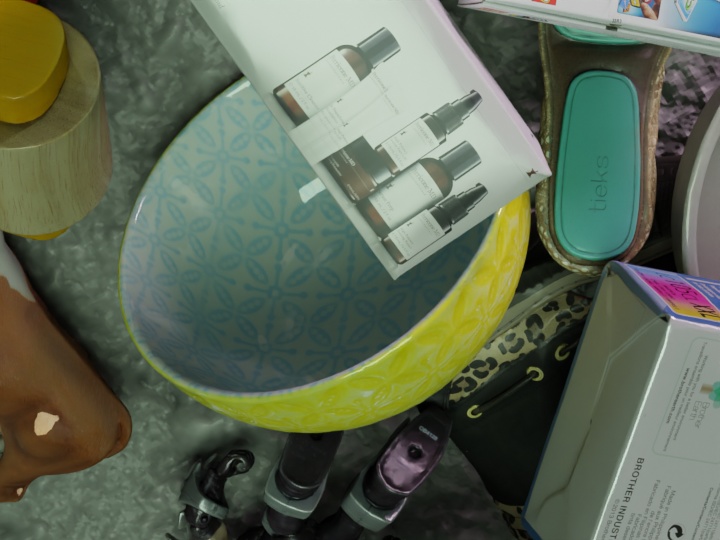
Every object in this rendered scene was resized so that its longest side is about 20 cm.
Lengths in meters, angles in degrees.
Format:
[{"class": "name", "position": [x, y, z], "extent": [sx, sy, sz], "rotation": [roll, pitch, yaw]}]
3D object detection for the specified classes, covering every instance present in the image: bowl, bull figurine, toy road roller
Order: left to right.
[{"class": "toy road roller", "position": [-0.218, -0.048, 1.092], "extent": [0.199, 0.146, 0.123], "rotation": [15, 153, 7]}, {"class": "bull figurine", "position": [-0.197, 0.028, 1.229], "extent": [0.121, 0.065, 0.200], "rotation": [-26, 111, 21]}, {"class": "bowl", "position": [0.000, 0.000, 1.160], "extent": [0.200, 0.200, 0.108], "rotation": [-26, 137, 13]}]

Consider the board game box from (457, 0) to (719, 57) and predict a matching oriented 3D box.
[{"class": "board game box", "position": [0.118, -0.199, 1.064], "extent": [0.126, 0.035, 0.201], "rotation": [9, 90, -18]}]

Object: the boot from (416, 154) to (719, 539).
[{"class": "boot", "position": [0.121, 0.042, 1.240], "extent": [0.200, 0.073, 0.151], "rotation": [-29, 121, 5]}]

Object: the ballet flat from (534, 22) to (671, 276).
[{"class": "ballet flat", "position": [0.110, -0.097, 1.157], "extent": [0.070, 0.065, 0.201], "rotation": [10, 88, -1]}]

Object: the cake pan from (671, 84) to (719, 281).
[{"class": "cake pan", "position": [0.227, -0.031, 1.178], "extent": [0.200, 0.037, 0.201], "rotation": [-7, 106, -24]}]

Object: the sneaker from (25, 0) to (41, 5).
[{"class": "sneaker", "position": [-0.168, -0.188, 1.107], "extent": [0.108, 0.067, 0.202], "rotation": [23, 119, -16]}]

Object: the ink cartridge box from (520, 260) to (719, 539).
[{"class": "ink cartridge box", "position": [0.190, 0.083, 1.130], "extent": [0.199, 0.076, 0.137], "rotation": [11, 110, -20]}]

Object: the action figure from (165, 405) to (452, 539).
[{"class": "action figure", "position": [-0.026, 0.130, 1.266], "extent": [0.130, 0.070, 0.200], "rotation": [25, 144, -7]}]

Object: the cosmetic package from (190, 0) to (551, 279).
[{"class": "cosmetic package", "position": [-0.011, -0.101, 1.028], "extent": [0.082, 0.051, 0.200], "rotation": [-35, 108, 7]}]
